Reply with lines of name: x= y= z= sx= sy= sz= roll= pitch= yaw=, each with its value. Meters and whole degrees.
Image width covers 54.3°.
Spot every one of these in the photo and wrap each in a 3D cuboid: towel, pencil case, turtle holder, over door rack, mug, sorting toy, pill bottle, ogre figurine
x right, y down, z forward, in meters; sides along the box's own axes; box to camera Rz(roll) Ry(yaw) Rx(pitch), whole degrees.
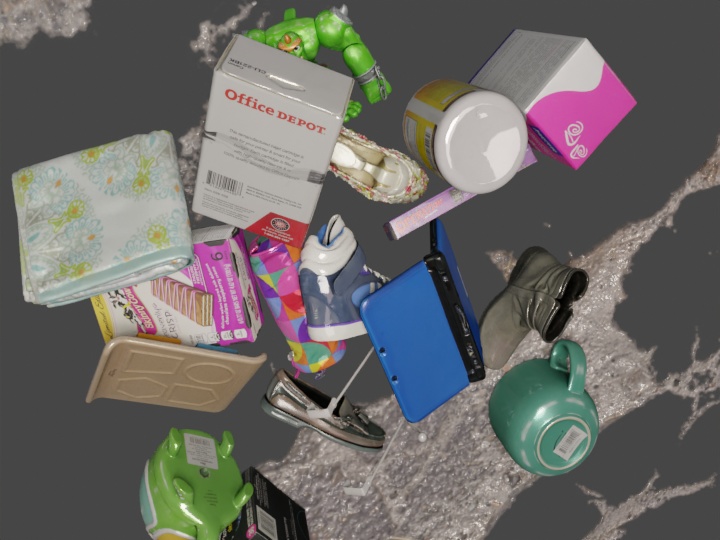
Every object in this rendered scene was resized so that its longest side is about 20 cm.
towel: x=-0.299 y=-0.062 z=0.811 sx=0.195 sy=0.048 sz=0.175 roll=-15 pitch=73 yaw=-3
pencil case: x=-0.085 y=0.043 z=0.931 sx=0.086 sy=0.089 sz=0.204 roll=-21 pitch=111 yaw=-4
turtle holder: x=-0.225 y=0.317 z=0.951 sx=0.132 sy=0.140 sz=0.187 roll=-48 pitch=70 yaw=23
over door rack: x=0.031 y=0.191 z=0.968 sx=0.200 sy=0.066 sz=0.151 roll=-42 pitch=120 yaw=-39
mug: x=0.279 y=0.215 z=1.054 sx=0.148 sy=0.115 sz=0.190 roll=-15 pitch=112 yaw=-6
sorting toy: x=-0.237 y=0.131 z=0.895 sx=0.195 sy=0.037 sz=0.185 roll=8 pitch=148 yaw=-25
pill bottle: x=0.114 y=-0.166 z=0.835 sx=0.106 sy=0.201 sz=0.112 roll=-4 pitch=111 yaw=-10
ogre figurine: x=-0.073 y=-0.237 z=0.830 sx=0.195 sy=0.099 sz=0.122 roll=0 pitch=127 yaw=22

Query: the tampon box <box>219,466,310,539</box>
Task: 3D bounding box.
tampon box: x=-0.181 y=0.422 z=1.007 sx=0.200 sy=0.150 sz=0.126 roll=-43 pitch=113 yaw=5

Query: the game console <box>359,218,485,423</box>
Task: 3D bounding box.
game console: x=0.086 y=0.064 z=0.941 sx=0.115 sy=0.172 sz=0.204 roll=-16 pitch=117 yaw=13

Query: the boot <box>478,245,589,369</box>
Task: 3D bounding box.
boot: x=0.234 y=0.069 z=0.983 sx=0.066 sy=0.131 sz=0.204 roll=20 pitch=104 yaw=-18

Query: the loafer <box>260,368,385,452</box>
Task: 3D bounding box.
loafer: x=-0.044 y=0.202 z=1.005 sx=0.196 sy=0.072 sz=0.064 roll=23 pitch=98 yaw=-17

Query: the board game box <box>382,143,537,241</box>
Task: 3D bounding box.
board game box: x=0.122 y=-0.097 z=0.906 sx=0.197 sy=0.120 sz=0.033 roll=-29 pitch=96 yaw=-2

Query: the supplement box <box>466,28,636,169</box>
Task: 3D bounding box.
supplement box: x=0.220 y=-0.212 z=0.842 sx=0.101 sy=0.200 sz=0.104 roll=39 pitch=98 yaw=-22

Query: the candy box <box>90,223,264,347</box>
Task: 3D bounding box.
candy box: x=-0.232 y=0.027 z=0.875 sx=0.194 sy=0.061 sz=0.140 roll=-8 pitch=111 yaw=10

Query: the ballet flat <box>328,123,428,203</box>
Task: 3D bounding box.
ballet flat: x=0.005 y=-0.132 z=0.898 sx=0.196 sy=0.064 sz=0.077 roll=20 pitch=103 yaw=-19

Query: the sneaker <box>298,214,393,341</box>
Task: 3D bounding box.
sneaker: x=0.000 y=0.000 z=0.912 sx=0.197 sy=0.079 sz=0.151 roll=-13 pitch=101 yaw=-47

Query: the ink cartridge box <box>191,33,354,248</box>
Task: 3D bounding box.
ink cartridge box: x=-0.103 y=-0.142 z=0.802 sx=0.141 sy=0.085 sz=0.202 roll=18 pitch=136 yaw=-6
